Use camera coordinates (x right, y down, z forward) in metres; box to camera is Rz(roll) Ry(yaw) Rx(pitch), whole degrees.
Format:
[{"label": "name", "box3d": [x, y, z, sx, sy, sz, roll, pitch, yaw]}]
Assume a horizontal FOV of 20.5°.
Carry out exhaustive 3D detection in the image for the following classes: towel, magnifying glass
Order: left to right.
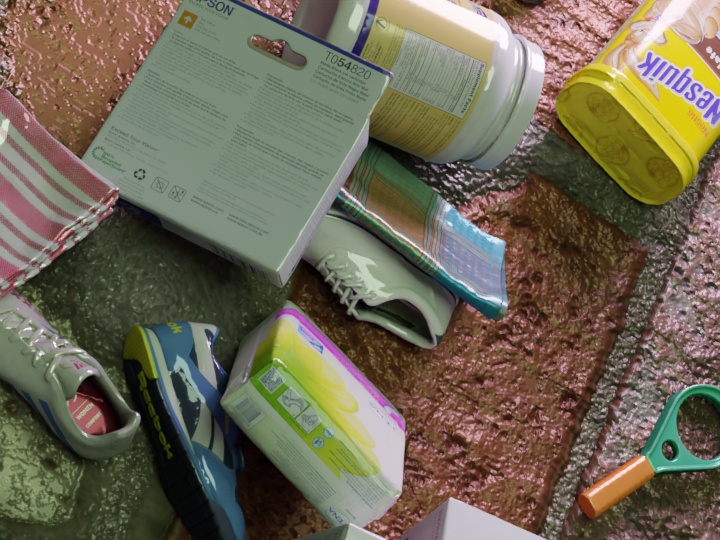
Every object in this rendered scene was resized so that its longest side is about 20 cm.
[{"label": "towel", "box3d": [-0.307, -0.048, 1.562, 0.146, 0.030, 0.200, 40, 59, 14]}, {"label": "towel", "box3d": [0.049, -0.046, 1.728, 0.200, 0.022, 0.147, 37, 22, -13]}, {"label": "magnifying glass", "box3d": [0.277, 0.170, 1.828, 0.200, 0.022, 0.080, -29, 89, -30]}]

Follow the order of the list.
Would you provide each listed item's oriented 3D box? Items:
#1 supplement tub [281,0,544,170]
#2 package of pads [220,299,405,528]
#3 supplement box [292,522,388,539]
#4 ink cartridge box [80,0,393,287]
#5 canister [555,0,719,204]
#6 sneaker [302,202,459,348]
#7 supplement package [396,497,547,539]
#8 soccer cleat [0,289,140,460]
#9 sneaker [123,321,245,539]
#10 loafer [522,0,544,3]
[{"label": "supplement tub", "box3d": [0.045, -0.180, 1.742, 0.200, 0.145, 0.146, 21, 67, -21]}, {"label": "package of pads", "box3d": [-0.033, 0.118, 1.590, 0.068, 0.200, 0.155, -41, 98, 10]}, {"label": "supplement box", "box3d": [-0.024, 0.270, 1.540, 0.101, 0.200, 0.103, 27, 64, -17]}, {"label": "ink cartridge box", "box3d": [-0.102, -0.115, 1.643, 0.199, 0.041, 0.200, 27, 75, 12]}, {"label": "canister", "box3d": [0.297, -0.183, 1.907, 0.149, 0.087, 0.200, 46, 59, -9]}, {"label": "sneaker", "box3d": [0.000, 0.000, 1.702, 0.200, 0.073, 0.071, 27, 48, -19]}, {"label": "supplement package", "box3d": [0.098, 0.316, 1.612, 0.156, 0.111, 0.200, 26, 48, -19]}, {"label": "soccer cleat", "box3d": [-0.249, 0.066, 1.552, 0.200, 0.086, 0.070, 44, 61, -9]}, {"label": "sneaker", "box3d": [-0.123, 0.131, 1.606, 0.082, 0.074, 0.200, -15, 83, -32]}, {"label": "loafer", "box3d": [0.222, -0.328, 1.923, 0.072, 0.063, 0.200, 50, 60, -6]}]
